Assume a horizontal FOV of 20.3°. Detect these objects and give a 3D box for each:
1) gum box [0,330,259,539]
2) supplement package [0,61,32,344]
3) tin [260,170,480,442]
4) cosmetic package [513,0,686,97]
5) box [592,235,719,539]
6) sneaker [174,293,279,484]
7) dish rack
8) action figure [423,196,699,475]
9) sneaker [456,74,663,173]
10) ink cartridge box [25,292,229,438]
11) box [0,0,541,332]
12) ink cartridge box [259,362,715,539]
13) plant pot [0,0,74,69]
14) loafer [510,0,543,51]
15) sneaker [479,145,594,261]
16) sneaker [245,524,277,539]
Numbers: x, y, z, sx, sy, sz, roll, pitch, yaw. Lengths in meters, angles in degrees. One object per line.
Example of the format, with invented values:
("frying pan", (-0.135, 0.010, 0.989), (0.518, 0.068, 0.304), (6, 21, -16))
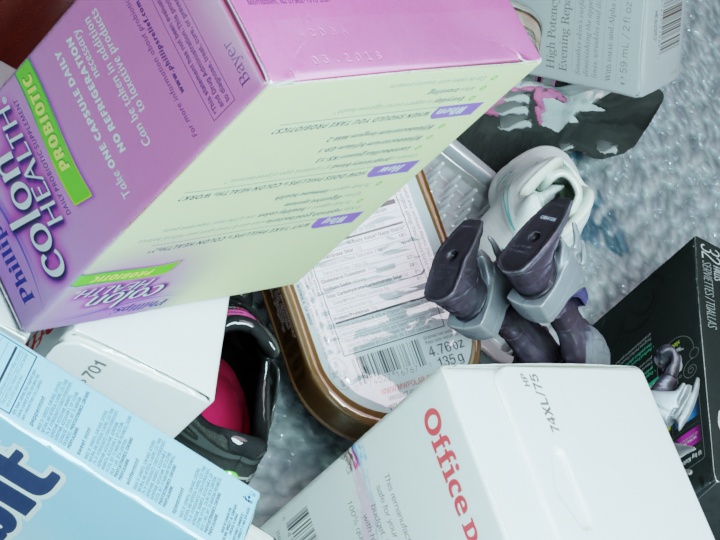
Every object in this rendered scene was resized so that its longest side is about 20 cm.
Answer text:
("gum box", (-0.174, 0.104, 0.908), (0.200, 0.170, 0.045), (35, 42, -14))
("supplement package", (-0.259, -0.030, 0.960), (0.199, 0.151, 0.152), (29, 43, -19))
("tin", (0.000, 0.000, 1.152), (0.111, 0.042, 0.201), (-15, 77, -24))
("cosmetic package", (0.121, -0.190, 1.380), (0.199, 0.102, 0.074), (14, 25, 31))
("box", (0.237, 0.110, 1.293), (0.148, 0.124, 0.201), (25, 43, -22))
("sneaker", (-0.075, 0.038, 1.113), (0.076, 0.084, 0.201), (15, 49, -32))
("dish rack", (0.048, -0.017, 1.278), (0.171, 0.044, 0.200), (38, 31, -8))
("action figure", (0.119, 0.051, 1.115), (0.200, 0.130, 0.070), (54, 51, -36))
("sneaker", (0.116, -0.119, 1.433), (0.199, 0.081, 0.086), (-4, 37, -41))
("ink cartridge box", (-0.134, 0.009, 1.039), (0.086, 0.146, 0.201), (27, 44, -24))
("box", (-0.054, -0.072, 0.902), (0.175, 0.200, 0.097), (-11, 67, -46))
("ink cartridge box", (0.062, 0.159, 1.040), (0.145, 0.200, 0.147), (2, 56, -39))
("plant pot", (-0.207, -0.173, 1.090), (0.200, 0.195, 0.202), (22, 45, -25))
("loafer", (0.022, -0.141, 1.322), (0.199, 0.072, 0.063), (2, 52, -4))
("sneaker", (0.119, -0.038, 1.271), (0.070, 0.080, 0.200), (39, 28, -3))
("sneaker", (-0.059, 0.165, 0.959), (0.080, 0.199, 0.074), (-23, 118, -56))
